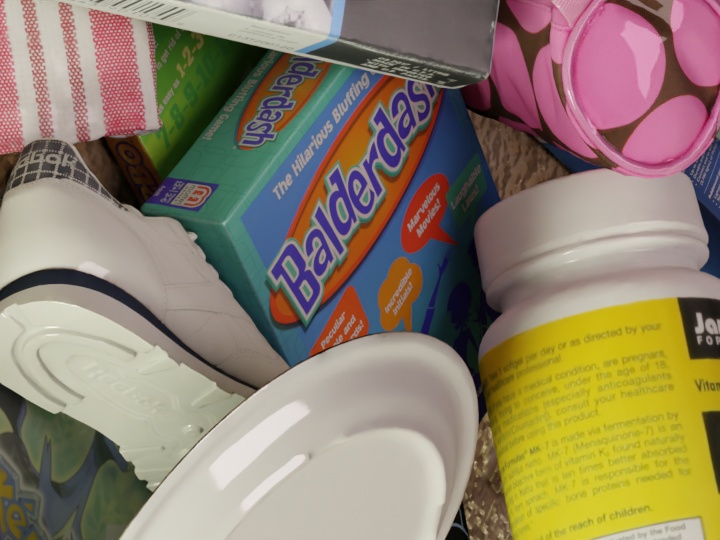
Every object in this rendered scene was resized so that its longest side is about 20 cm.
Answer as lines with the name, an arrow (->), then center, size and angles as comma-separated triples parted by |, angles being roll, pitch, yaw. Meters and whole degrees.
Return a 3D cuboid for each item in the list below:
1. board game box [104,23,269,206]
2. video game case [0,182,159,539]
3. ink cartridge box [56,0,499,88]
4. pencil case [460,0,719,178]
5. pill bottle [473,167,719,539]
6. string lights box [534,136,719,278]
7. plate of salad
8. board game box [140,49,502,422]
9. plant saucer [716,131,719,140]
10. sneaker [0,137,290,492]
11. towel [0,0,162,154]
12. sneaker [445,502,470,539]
board game box -> -0.076, -0.098, 0.997 | 0.096, 0.030, 0.201 | -47, 124, -37
video game case -> -0.108, 0.082, 0.924 | 0.201, 0.022, 0.183 | 66, 29, -22
ink cartridge box -> -0.030, -0.184, 0.933 | 0.197, 0.043, 0.202 | 10, 82, -28
pencil case -> 0.073, -0.101, 1.039 | 0.093, 0.200, 0.091 | 31, 87, -27
pill bottle -> 0.110, 0.067, 1.022 | 0.114, 0.114, 0.202 | 7, 66, -46
string lights box -> 0.160, -0.072, 1.224 | 0.200, 0.059, 0.103 | 39, 62, -39
plate of salad -> -0.035, 0.102, 0.892 | 0.200, 0.048, 0.201 | -34, 146, -28
board game box -> 0.000, 0.000, 1.036 | 0.152, 0.045, 0.201 | -54, 138, -32
plant saucer -> 0.158, -0.150, 1.144 | 0.201, 0.039, 0.202 | 40, 36, -38
sneaker -> -0.065, 0.028, 0.933 | 0.200, 0.076, 0.081 | 47, 30, -49
towel -> -0.164, -0.107, 0.885 | 0.199, 0.030, 0.148 | -12, 96, -38
sneaker -> 0.037, 0.157, 0.996 | 0.070, 0.077, 0.202 | 14, 73, -59
